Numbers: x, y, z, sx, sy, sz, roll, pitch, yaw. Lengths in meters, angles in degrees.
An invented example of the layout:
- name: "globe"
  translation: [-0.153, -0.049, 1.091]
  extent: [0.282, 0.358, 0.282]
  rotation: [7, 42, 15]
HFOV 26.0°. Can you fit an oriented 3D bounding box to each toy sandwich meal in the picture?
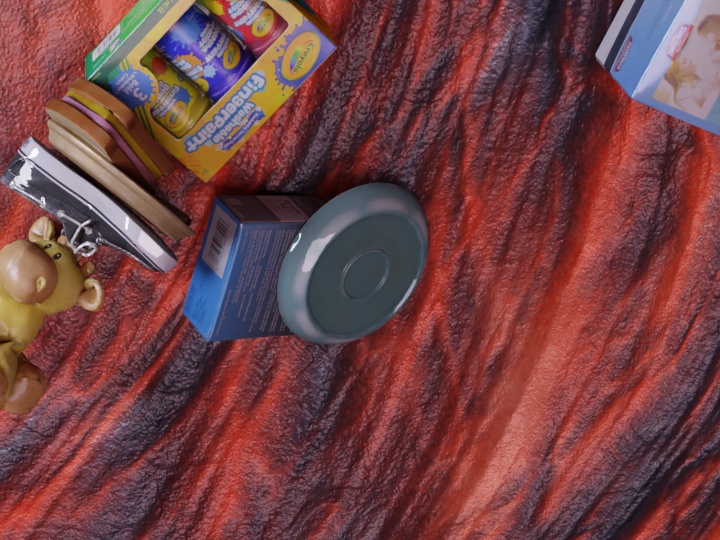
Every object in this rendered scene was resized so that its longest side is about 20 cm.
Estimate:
- name: "toy sandwich meal"
  translation: [-0.232, -0.111, 1.560]
  extent: [0.205, 0.205, 0.070]
  rotation: [40, 85, -26]

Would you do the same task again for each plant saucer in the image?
- name: "plant saucer"
  translation: [0.000, 0.000, 1.699]
  extent: [0.199, 0.027, 0.202]
  rotation: [-22, 132, -27]

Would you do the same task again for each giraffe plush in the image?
- name: "giraffe plush"
  translation: [-0.353, 0.036, 1.616]
  extent: [0.162, 0.200, 0.173]
  rotation: [-44, 93, 7]

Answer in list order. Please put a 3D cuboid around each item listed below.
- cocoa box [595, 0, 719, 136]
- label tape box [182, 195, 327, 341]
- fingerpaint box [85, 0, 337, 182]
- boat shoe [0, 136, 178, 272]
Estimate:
- name: "cocoa box"
  translation: [0.359, -0.264, 1.615]
  extent: [0.132, 0.132, 0.201]
  rotation: [19, 113, -20]
- name: "label tape box"
  translation: [-0.081, -0.004, 1.695]
  extent: [0.199, 0.063, 0.145]
  rotation: [-2, 121, -40]
- name: "fingerpaint box"
  translation: [-0.151, -0.219, 1.571]
  extent: [0.200, 0.074, 0.167]
  rotation: [-43, 117, 13]
- name: "boat shoe"
  translation: [-0.279, -0.051, 1.595]
  extent: [0.199, 0.074, 0.068]
  rotation: [38, 91, -6]
